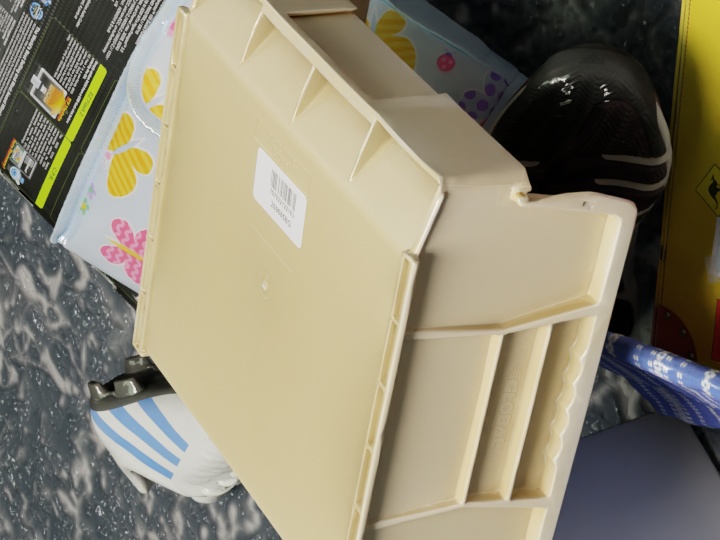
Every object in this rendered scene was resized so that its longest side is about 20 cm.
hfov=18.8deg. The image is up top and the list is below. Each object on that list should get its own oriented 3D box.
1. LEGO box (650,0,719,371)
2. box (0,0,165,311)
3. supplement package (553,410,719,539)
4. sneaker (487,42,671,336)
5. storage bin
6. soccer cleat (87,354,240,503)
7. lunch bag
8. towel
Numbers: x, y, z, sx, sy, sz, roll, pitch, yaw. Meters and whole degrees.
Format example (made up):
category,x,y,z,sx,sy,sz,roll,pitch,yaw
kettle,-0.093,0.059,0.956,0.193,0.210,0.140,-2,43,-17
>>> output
category,x,y,z,sx,sy,sz,roll,pitch,yaw
LEGO box,0.200,-0.045,0.853,0.149,0.077,0.200,22,116,43
box,-0.124,-0.094,1.193,0.193,0.048,0.200,42,131,12
supplement package,0.089,0.200,0.992,0.200,0.147,0.191,-45,67,44
sneaker,0.090,-0.060,0.924,0.200,0.076,0.116,90,-173,-58
storage bin,0.000,0.000,0.859,0.200,0.094,0.199,49,137,45
soccer cleat,-0.074,0.088,1.213,0.200,0.070,0.086,-5,113,51
lunch bag,-0.033,-0.059,1.035,0.170,0.127,0.200,34,127,1
towel,0.175,0.069,0.857,0.200,0.145,0.024,21,86,34
